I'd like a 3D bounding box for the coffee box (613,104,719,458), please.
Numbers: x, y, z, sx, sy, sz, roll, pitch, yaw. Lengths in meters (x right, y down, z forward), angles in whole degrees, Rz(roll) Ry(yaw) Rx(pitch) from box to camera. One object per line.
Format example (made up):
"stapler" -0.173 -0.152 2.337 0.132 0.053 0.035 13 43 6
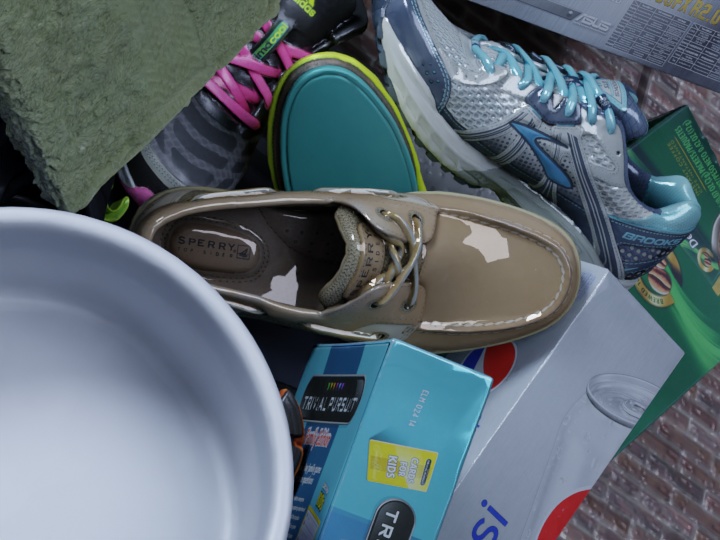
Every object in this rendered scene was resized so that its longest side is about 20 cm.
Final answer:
"coffee box" 0.127 0.013 1.418 0.200 0.044 0.123 -35 99 -42

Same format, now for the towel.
"towel" -0.101 -0.122 1.119 0.148 0.036 0.200 -48 149 -19

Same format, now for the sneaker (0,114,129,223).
"sneaker" -0.174 -0.054 1.166 0.199 0.072 0.083 7 72 -39

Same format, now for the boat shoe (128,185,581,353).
"boat shoe" 0.000 0.000 1.212 0.199 0.065 0.072 2 91 -7

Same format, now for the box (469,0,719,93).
"box" 0.087 -0.168 1.375 0.200 0.048 0.158 16 25 -39

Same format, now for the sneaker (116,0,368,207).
"sneaker" -0.047 -0.108 1.280 0.074 0.087 0.200 42 52 -21

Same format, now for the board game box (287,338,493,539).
"board game box" -0.018 0.130 1.140 0.047 0.151 0.201 22 84 -11

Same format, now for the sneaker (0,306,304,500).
"sneaker" -0.126 0.066 1.153 0.199 0.078 0.076 16 67 -7

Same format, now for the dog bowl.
"dog bowl" -0.129 0.082 1.060 0.199 0.079 0.201 4 69 -12

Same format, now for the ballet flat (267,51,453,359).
"ballet flat" 0.005 -0.018 1.294 0.067 0.067 0.200 -110 176 -64

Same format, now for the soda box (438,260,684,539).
"soda box" 0.056 0.090 1.266 0.068 0.063 0.200 46 74 -33

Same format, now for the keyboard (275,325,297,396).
"keyboard" -0.065 0.055 1.258 0.200 0.021 0.128 23 68 -34

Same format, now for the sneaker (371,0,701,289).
"sneaker" 0.083 -0.073 1.309 0.200 0.086 0.078 46 25 -28
